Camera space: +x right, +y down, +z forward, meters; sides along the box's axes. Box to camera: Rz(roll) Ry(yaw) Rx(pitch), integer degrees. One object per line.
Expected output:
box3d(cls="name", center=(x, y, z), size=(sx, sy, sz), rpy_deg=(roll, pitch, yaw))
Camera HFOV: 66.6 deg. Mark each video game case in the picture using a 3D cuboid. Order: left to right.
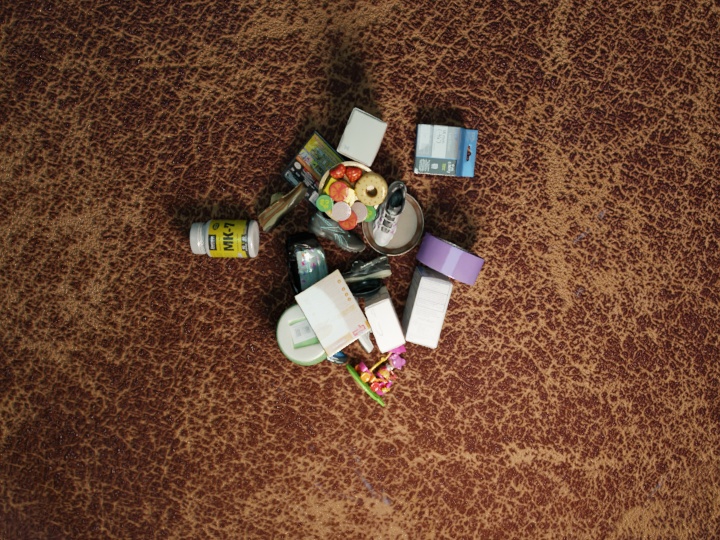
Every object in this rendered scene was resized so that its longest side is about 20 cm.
box3d(cls="video game case", center=(-0.122, -0.294, 1.695), size=(0.200, 0.026, 0.181), rpy_deg=(43, 111, -5))

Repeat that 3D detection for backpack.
box3d(cls="backpack", center=(-0.163, -0.007, 1.700), size=(0.123, 0.167, 0.206), rpy_deg=(-10, 105, -3))

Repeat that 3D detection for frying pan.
box3d(cls="frying pan", center=(-0.013, 0.070, 1.707), size=(0.187, 0.114, 0.032), rpy_deg=(-25, 111, -30))

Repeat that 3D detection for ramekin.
box3d(cls="ramekin", center=(-0.170, 0.192, 1.699), size=(0.193, 0.098, 0.207), rpy_deg=(0, 84, 0))

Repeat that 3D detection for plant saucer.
box3d(cls="plant saucer", center=(0.102, -0.151, 1.733), size=(0.193, 0.035, 0.207), rpy_deg=(0, 98, 0))

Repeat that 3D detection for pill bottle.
box3d(cls="pill bottle", center=(-0.420, -0.100, 1.704), size=(0.193, 0.114, 0.118), rpy_deg=(0, 99, 0))

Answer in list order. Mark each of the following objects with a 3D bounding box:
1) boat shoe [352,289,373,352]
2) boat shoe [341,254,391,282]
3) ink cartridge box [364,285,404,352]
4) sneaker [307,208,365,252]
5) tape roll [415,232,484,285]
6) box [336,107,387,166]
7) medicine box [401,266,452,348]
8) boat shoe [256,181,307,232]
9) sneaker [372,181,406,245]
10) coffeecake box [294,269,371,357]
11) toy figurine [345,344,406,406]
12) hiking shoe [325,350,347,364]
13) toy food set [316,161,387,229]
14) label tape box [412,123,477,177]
box3d(cls="boat shoe", center=(-0.003, 0.161, 1.746), size=(0.063, 0.075, 0.206), rpy_deg=(-24, 72, -4))
box3d(cls="boat shoe", center=(0.000, 0.000, 1.743), size=(0.194, 0.072, 0.070), rpy_deg=(-13, 82, 11))
box3d(cls="ink cartridge box", center=(0.072, 0.147, 1.696), size=(0.081, 0.200, 0.150), rpy_deg=(-21, 99, 3))
box3d(cls="sneaker", center=(-0.066, -0.123, 1.705), size=(0.196, 0.076, 0.081), rpy_deg=(24, 111, -12))
box3d(cls="tape roll", center=(0.272, -0.037, 1.666), size=(0.195, 0.200, 0.087), rpy_deg=(25, 99, -4))
box3d(cls="box", center=(0.007, -0.385, 1.611), size=(0.106, 0.200, 0.131), rpy_deg=(24, 100, -3))
box3d(cls="medicine box", center=(0.201, 0.108, 1.698), size=(0.100, 0.182, 0.206), rpy_deg=(14, 100, -3))
box3d(cls="boat shoe", center=(-0.249, -0.206, 1.699), size=(0.199, 0.076, 0.074), rpy_deg=(-43, 87, 15))
box3d(cls="sneaker", center=(0.087, -0.168, 1.642), size=(0.075, 0.140, 0.206), rpy_deg=(15, 99, -2))
box3d(cls="coffeecake box", center=(-0.083, 0.127, 1.619), size=(0.151, 0.073, 0.203), rpy_deg=(-30, 89, -9))
box3d(cls="toy figurine", center=(0.079, 0.312, 1.772), size=(0.184, 0.150, 0.201), rpy_deg=(-43, 119, -3))
box3d(cls="hiking shoe", center=(-0.116, 0.226, 1.774), size=(0.198, 0.074, 0.088), rpy_deg=(35, 99, -5))
box3d(cls="toy food set", center=(-0.030, -0.222, 1.627), size=(0.196, 0.049, 0.200), rpy_deg=(25, 116, -16))
box3d(cls="label tape box", center=(0.263, -0.367, 1.681), size=(0.193, 0.063, 0.149), rpy_deg=(4, 100, 0))
